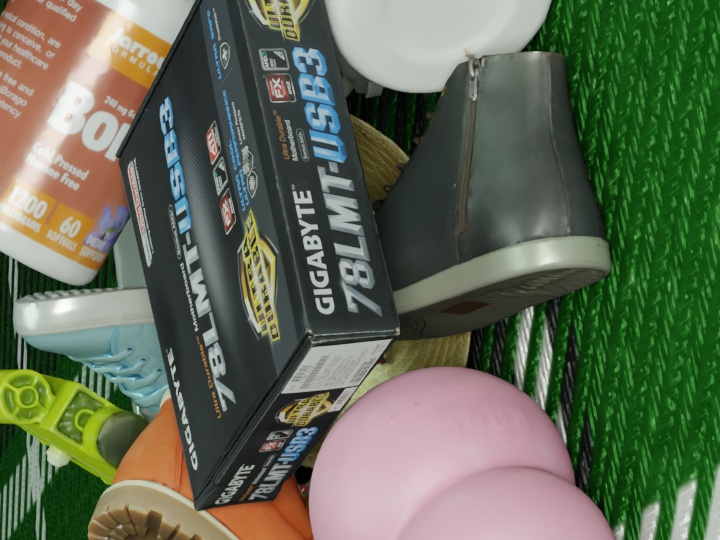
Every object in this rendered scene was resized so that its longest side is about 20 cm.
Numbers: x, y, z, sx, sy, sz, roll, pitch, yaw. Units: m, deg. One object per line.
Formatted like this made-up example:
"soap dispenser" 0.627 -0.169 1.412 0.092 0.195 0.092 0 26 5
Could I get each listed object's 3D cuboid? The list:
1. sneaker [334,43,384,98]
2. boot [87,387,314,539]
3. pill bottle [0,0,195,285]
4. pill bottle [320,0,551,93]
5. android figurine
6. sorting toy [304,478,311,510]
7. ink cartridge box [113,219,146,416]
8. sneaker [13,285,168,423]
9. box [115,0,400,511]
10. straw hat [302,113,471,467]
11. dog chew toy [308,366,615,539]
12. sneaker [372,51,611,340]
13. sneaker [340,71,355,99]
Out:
"sneaker" -0.019 -0.181 1.461 0.082 0.075 0.200 105 157 -53
"boot" -0.040 0.141 1.378 0.075 0.200 0.107 -28 30 37
"pill bottle" -0.141 -0.102 1.423 0.200 0.112 0.112 -60 21 2
"pill bottle" 0.013 -0.183 1.301 0.200 0.109 0.110 -112 25 -46
"android figurine" -0.133 0.106 1.533 0.041 0.182 0.200 -60 19 -11
"sorting toy" 0.006 0.234 1.470 0.180 0.107 0.200 39 133 42
"ink cartridge box" -0.103 0.064 1.717 0.145 0.083 0.201 91 171 -73
"sneaker" -0.102 0.053 1.475 0.074 0.200 0.082 -8 79 46
"box" -0.052 -0.016 1.271 0.199 0.050 0.200 128 134 -57
"straw hat" 0.000 0.000 1.397 0.201 0.085 0.202 13 111 37
"dog chew toy" 0.058 0.131 1.211 0.200 0.124 0.125 -128 38 -49
"sneaker" 0.037 -0.030 1.268 0.200 0.075 0.107 -18 72 46
"sneaker" -0.091 -0.091 1.532 0.200 0.115 0.075 -52 36 26
